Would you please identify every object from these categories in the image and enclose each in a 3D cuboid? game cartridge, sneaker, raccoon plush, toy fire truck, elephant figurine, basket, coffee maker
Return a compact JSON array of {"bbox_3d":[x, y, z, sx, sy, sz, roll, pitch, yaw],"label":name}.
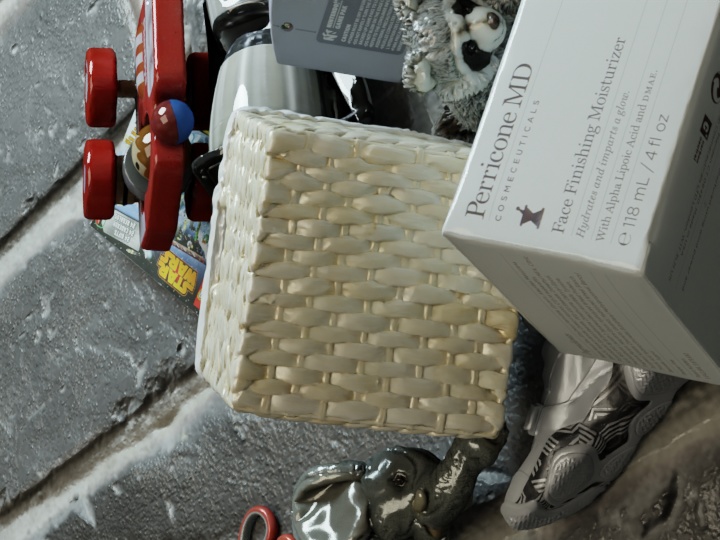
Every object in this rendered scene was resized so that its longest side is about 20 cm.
[{"bbox_3d":[0.007,-0.211,1.112,0.200,0.132,0.041,115,155,-53],"label":"game cartridge"},{"bbox_3d":[0.145,0.078,1.118,0.201,0.075,0.115,-54,53,17],"label":"sneaker"},{"bbox_3d":[0.060,-0.123,1.135,0.200,0.133,0.097,-58,44,48],"label":"raccoon plush"},{"bbox_3d":[-0.163,-0.127,1.295,0.168,0.111,0.202,120,149,-67],"label":"toy fire truck"},{"bbox_3d":[0.020,0.190,1.192,0.154,0.141,0.202,11,88,8],"label":"elephant figurine"},{"bbox_3d":[0.000,0.000,1.087,0.161,0.198,0.200,-152,71,-78],"label":"basket"},{"bbox_3d":[-0.066,-0.130,1.278,0.193,0.133,0.202,102,168,-59],"label":"coffee maker"}]

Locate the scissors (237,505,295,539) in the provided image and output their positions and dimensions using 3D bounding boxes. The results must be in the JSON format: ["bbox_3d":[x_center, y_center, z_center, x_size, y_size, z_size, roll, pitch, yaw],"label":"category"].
[{"bbox_3d":[-0.117,0.281,1.370,0.200,0.014,0.073,-52,56,23],"label":"scissors"}]

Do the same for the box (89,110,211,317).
[{"bbox_3d":[-0.150,-0.054,1.422,0.200,0.040,0.138,36,108,39],"label":"box"}]

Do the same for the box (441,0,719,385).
[{"bbox_3d":[0.170,-0.062,0.985,0.130,0.200,0.200,11,74,32],"label":"box"}]
